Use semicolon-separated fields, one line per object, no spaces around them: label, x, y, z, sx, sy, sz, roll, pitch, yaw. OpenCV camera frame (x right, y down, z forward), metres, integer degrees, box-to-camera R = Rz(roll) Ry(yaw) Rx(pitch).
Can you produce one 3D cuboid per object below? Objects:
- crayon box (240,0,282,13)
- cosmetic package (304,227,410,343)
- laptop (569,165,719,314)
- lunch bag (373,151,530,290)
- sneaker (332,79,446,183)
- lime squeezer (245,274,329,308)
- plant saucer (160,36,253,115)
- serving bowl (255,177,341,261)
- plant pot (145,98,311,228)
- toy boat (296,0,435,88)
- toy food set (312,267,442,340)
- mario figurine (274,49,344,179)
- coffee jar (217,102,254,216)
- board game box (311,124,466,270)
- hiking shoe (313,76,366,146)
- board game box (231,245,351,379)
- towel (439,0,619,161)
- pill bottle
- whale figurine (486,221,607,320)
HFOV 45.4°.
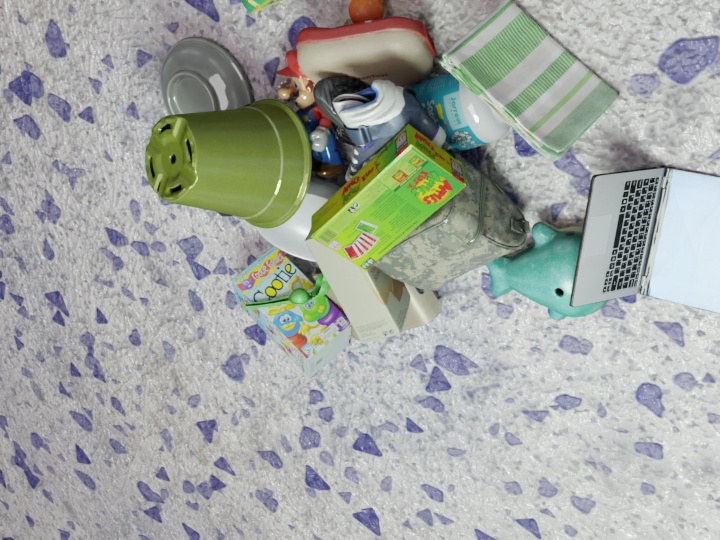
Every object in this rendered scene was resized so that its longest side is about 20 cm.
crayon box;-0.074;-0.424;1.166;0.118;0.200;0.058;-24;102;40
cosmetic package;0.000;0.000;1.318;0.071;0.105;0.201;-17;118;23
laptop;0.400;-0.030;1.130;0.116;0.199;0.188;39;132;53
lunch bag;0.124;-0.056;1.259;0.167;0.140;0.200;31;141;-29
sneaker;0.003;-0.175;1.171;0.146;0.081;0.200;38;128;-23
lime squeezer;-0.096;0.030;1.433;0.200;0.071;0.038;-33;53;21
plant saucer;-0.277;-0.295;1.477;0.199;0.050;0.201;16;123;25
serving bowl;-0.075;-0.093;1.420;0.199;0.066;0.200;10;150;6
plant pot;-0.209;-0.161;1.275;0.199;0.189;0.201;4;96;42
toy boat;0.006;-0.336;1.231;0.199;0.130;0.132;-4;74;18
toy food set;0.025;0.034;1.454;0.199;0.060;0.144;-18;113;41
mario figurine;-0.092;-0.244;1.348;0.123;0.106;0.201;4;120;31
coffee jar;-0.196;-0.183;1.458;0.200;0.085;0.105;-45;65;41
board game box;0.034;-0.093;1.156;0.101;0.048;0.200;31;125;-28
hiking shoe;-0.016;-0.219;1.269;0.100;0.200;0.076;-5;70;38
board game box;-0.120;0.073;1.510;0.200;0.103;0.105;44;161;17
towel;0.220;-0.249;1.113;0.200;0.153;0.023;43;157;6
pill bottle;0.136;-0.223;1.205;0.199;0.111;0.111;-13;109;38
whale figurine;0.270;0.009;1.256;0.199;0.104;0.160;-1;116;31
